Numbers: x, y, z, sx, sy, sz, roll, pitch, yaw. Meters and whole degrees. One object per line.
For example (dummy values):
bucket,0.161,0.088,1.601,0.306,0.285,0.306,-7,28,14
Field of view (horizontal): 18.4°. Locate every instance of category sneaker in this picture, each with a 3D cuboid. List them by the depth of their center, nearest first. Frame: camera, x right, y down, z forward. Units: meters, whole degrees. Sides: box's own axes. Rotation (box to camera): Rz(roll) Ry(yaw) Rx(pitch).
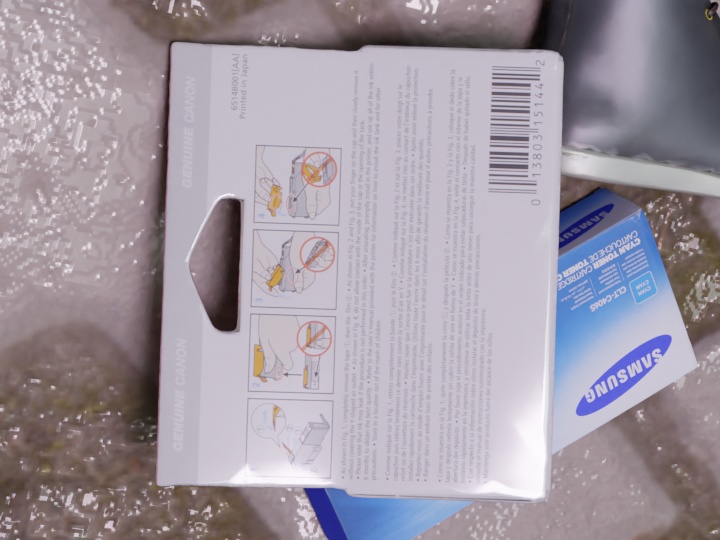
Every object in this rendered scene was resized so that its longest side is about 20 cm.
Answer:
sneaker,0.174,-0.092,1.060,0.199,0.075,0.107,4,105,-25

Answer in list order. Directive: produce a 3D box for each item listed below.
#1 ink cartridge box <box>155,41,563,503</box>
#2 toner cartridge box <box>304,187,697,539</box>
ink cartridge box,0.000,0.000,0.996,0.175,0.045,0.201,2,89,-1
toner cartridge box,0.059,0.050,1.070,0.200,0.043,0.095,-30,117,-14
